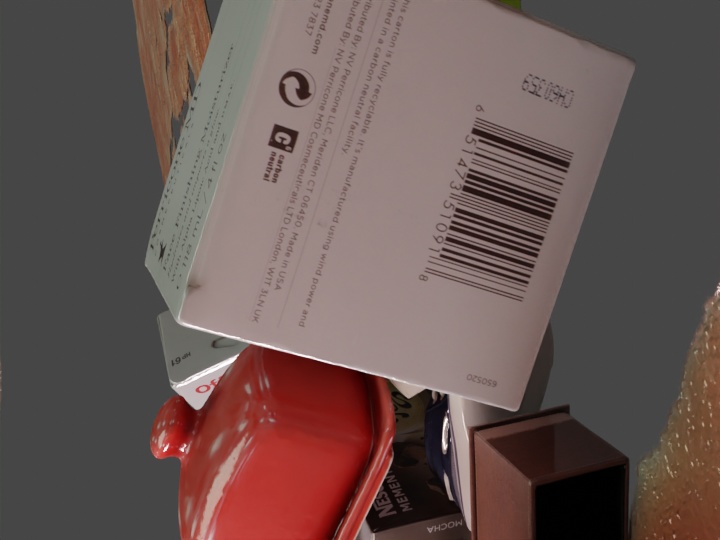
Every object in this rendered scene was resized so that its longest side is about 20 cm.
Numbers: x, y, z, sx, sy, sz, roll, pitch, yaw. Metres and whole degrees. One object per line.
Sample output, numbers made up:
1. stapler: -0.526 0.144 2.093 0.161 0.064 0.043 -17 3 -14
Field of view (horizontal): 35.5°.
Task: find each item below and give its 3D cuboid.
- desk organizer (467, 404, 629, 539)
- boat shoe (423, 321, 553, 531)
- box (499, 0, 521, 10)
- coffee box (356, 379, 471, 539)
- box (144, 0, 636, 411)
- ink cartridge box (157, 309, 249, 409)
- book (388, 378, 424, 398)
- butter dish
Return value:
1. desk organizer: 0.116 0.195 0.693 0.077 0.071 0.202 -143 47 -65
2. boat shoe: 0.076 0.083 0.763 0.093 0.074 0.202 -136 40 -55
3. box: 0.049 -0.187 0.777 0.200 0.047 0.123 -164 67 -72
4. coffee box: 0.030 0.166 0.902 0.200 0.112 0.081 -124 29 -58
5. box: 0.009 -0.055 0.609 0.131 0.198 0.201 -147 74 -69
6. ink cartridge box: -0.075 0.089 1.037 0.200 0.144 0.085 55 -167 -53
7. book: 0.000 0.000 0.822 0.134 0.048 0.200 59 -176 -16
8. butter dish: -0.074 0.130 0.786 0.200 0.147 0.201 -109 41 -70
